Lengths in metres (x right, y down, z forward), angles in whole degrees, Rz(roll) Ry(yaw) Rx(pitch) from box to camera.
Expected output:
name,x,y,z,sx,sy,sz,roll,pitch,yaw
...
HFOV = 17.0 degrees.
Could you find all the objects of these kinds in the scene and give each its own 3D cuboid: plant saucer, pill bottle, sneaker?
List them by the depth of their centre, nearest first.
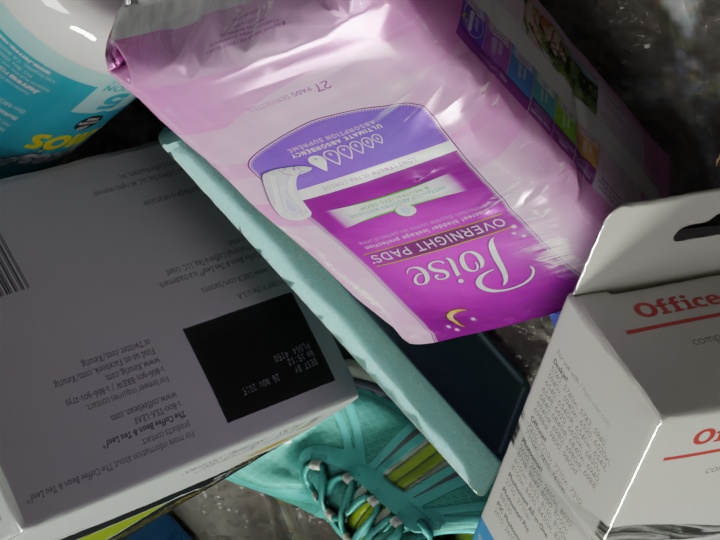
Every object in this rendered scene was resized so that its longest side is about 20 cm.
name,x,y,z,sx,sy,sz,roll,pitch,yaw
pill bottle,-0.151,-0.088,0.954,0.111,0.111,0.200,45,131,-12
plant saucer,0.000,0.000,0.979,0.019,0.070,0.200,-31,108,33
sneaker,0.018,0.097,1.038,0.200,0.080,0.078,18,131,12

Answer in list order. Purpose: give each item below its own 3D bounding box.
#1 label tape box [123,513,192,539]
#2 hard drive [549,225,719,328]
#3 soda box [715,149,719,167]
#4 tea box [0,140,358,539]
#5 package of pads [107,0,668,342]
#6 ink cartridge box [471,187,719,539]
name,x,y,z,sx,sy,sz,roll,pitch,yaw
label tape box,-0.177,0.202,1.166,0.200,0.143,0.066,-28,110,37
hard drive,0.163,0.071,0.986,0.132,0.025,0.200,-7,122,29
soda box,0.183,-0.116,0.808,0.071,0.063,0.200,20,132,9
tea box,-0.148,0.055,0.980,0.197,0.200,0.134,-33,80,38
package of pads,0.015,-0.056,0.873,0.120,0.076,0.200,-14,141,31
ink cartridge box,0.123,0.063,0.897,0.068,0.116,0.200,57,144,37
